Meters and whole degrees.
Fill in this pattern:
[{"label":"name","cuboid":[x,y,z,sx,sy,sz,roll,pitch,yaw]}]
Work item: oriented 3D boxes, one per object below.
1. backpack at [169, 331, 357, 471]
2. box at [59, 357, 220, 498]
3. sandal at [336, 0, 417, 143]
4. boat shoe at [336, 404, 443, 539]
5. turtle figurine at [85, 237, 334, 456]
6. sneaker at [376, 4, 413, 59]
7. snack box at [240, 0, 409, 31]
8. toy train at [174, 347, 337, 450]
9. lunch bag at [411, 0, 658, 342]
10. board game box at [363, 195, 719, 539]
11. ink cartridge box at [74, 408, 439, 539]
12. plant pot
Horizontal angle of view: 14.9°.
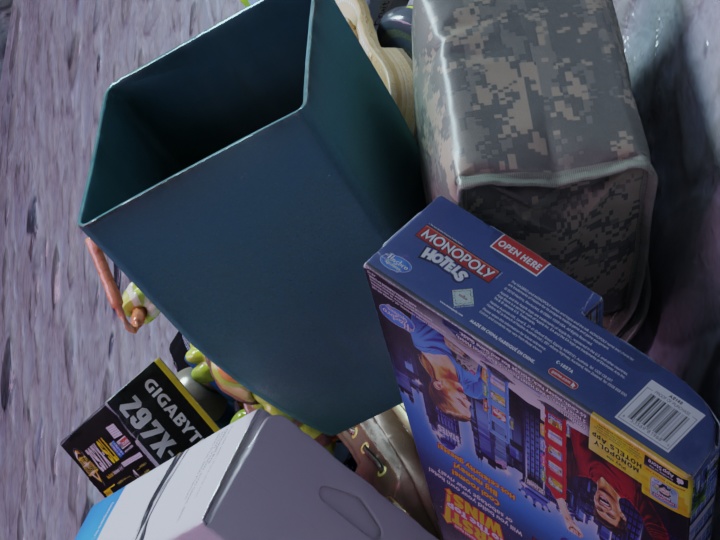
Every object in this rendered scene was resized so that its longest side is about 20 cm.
[{"label":"backpack","cuboid":[-0.036,0.058,1.854,0.200,0.153,0.192,-114,25,-55]},{"label":"box","cuboid":[-0.107,0.142,1.715,0.160,0.049,0.200,51,162,0]},{"label":"sandal","cuboid":[-0.026,-0.117,1.611,0.212,0.069,0.078,-133,48,-67]},{"label":"boat shoe","cuboid":[0.035,0.125,1.583,0.068,0.072,0.200,-45,37,13]},{"label":"turtle figurine","cuboid":[-0.073,0.049,1.582,0.064,0.200,0.161,-48,-4,-7]},{"label":"sneaker","cuboid":[0.047,-0.058,1.600,0.074,0.081,0.201,-32,76,59]},{"label":"snack box","cuboid":[-0.023,-0.223,1.703,0.142,0.053,0.200,49,147,15]},{"label":"toy train","cuboid":[-0.027,0.101,1.728,0.116,0.200,0.085,-49,-2,33]},{"label":"lunch bag","cuboid":[0.089,-0.045,1.456,0.201,0.117,0.165,89,173,-52]},{"label":"board game box","cuboid":[0.097,0.092,1.360,0.200,0.062,0.200,34,150,27]},{"label":"ink cartridge box","cuboid":[-0.065,0.174,1.526,0.200,0.144,0.084,-33,24,52]},{"label":"plant pot","cuboid":[-0.030,-0.022,1.482,0.200,0.141,0.142,52,-158,-28]}]
